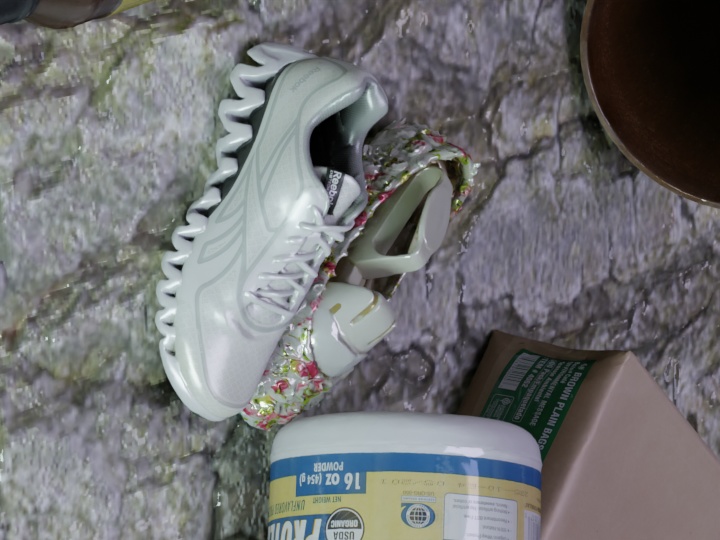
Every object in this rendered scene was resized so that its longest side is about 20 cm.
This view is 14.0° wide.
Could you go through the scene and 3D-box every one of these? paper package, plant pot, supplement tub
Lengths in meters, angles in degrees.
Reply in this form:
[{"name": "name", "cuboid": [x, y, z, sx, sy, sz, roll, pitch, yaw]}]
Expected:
[{"name": "paper package", "cuboid": [0.118, 0.167, 1.711, 0.191, 0.103, 0.200, 49, 60, -44]}, {"name": "plant pot", "cuboid": [0.254, -0.161, 1.785, 0.200, 0.187, 0.187, -47, 131, -55]}, {"name": "supplement tub", "cuboid": [0.022, 0.181, 1.533, 0.145, 0.145, 0.200, 16, 71, -51]}]

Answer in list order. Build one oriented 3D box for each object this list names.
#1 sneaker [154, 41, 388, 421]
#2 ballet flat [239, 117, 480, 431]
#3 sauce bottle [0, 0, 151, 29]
[{"name": "sneaker", "cuboid": [-0.044, -0.019, 1.493, 0.075, 0.081, 0.200, 26, 78, -52]}, {"name": "ballet flat", "cuboid": [0.000, 0.000, 1.564, 0.200, 0.064, 0.076, -61, 138, -23]}, {"name": "sauce bottle", "cuboid": [-0.126, -0.151, 1.378, 0.200, 0.065, 0.065, -25, 115, -48]}]
